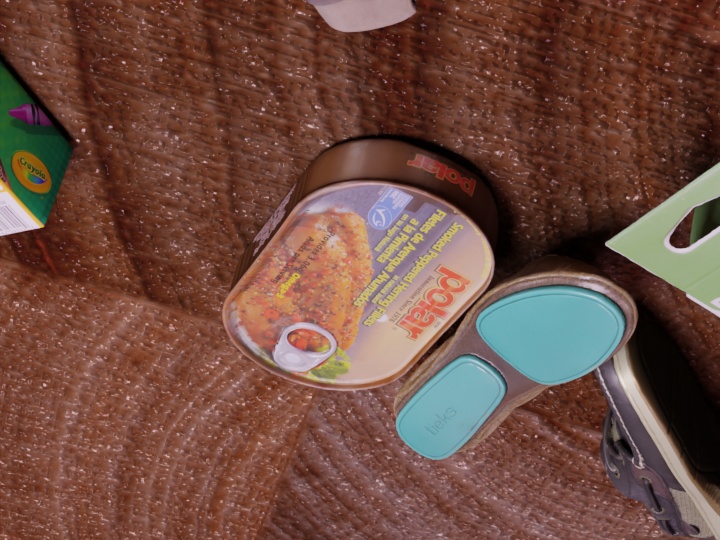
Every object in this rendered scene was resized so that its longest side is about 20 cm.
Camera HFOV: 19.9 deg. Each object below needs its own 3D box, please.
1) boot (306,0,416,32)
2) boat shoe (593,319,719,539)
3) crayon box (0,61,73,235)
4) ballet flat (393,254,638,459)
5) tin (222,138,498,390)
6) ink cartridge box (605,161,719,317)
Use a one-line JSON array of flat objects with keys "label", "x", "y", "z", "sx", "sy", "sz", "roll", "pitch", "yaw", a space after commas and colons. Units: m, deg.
[{"label": "boot", "x": -0.031, "y": -0.161, "z": 0.869, "sx": 0.198, "sy": 0.071, "sz": 0.147, "roll": -2, "pitch": 143, "yaw": 20}, {"label": "boat shoe", "x": 0.166, "y": 0.101, "z": 1.153, "sx": 0.066, "sy": 0.072, "sz": 0.201, "roll": -14, "pitch": 141, "yaw": 24}, {"label": "crayon box", "x": -0.267, "y": -0.064, "z": 1.076, "sx": 0.198, "sy": 0.059, "sz": 0.119, "roll": -9, "pitch": 138, "yaw": 28}, {"label": "ballet flat", "x": 0.087, "y": 0.034, "z": 1.087, "sx": 0.068, "sy": 0.072, "sz": 0.200, "roll": 38, "pitch": 140, "yaw": -4}, {"label": "tin", "x": 0.000, "y": 0.000, "z": 1.099, "sx": 0.111, "sy": 0.042, "sz": 0.200, "roll": 27, "pitch": 142, "yaw": -12}, {"label": "ink cartridge box", "x": 0.228, "y": -0.009, "z": 0.997, "sx": 0.199, "sy": 0.060, "sz": 0.104, "roll": 30, "pitch": 140, "yaw": -22}]
